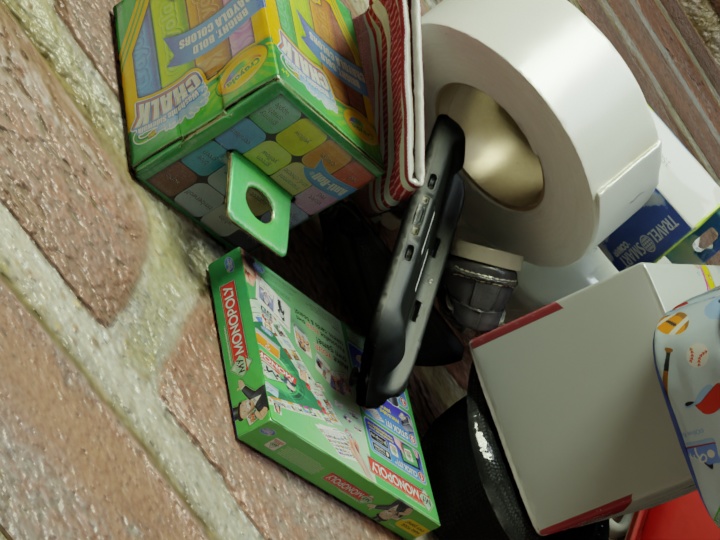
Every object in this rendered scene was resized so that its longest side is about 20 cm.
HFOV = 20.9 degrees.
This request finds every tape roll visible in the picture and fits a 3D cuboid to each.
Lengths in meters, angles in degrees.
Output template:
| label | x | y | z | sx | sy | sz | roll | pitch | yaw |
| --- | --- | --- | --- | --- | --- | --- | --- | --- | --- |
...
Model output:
| label | x | y | z | sx | sy | sz | roll | pitch | yaw |
| --- | --- | --- | --- | --- | --- | --- | --- | --- | --- |
| tape roll | 0.112 | -0.102 | 1.348 | 0.071 | 0.202 | 0.203 | -38 | 101 | -25 |

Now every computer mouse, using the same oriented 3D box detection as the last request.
| label | x | y | z | sx | sy | sz | roll | pitch | yaw |
| --- | --- | --- | --- | --- | --- | --- | --- | --- | --- |
| computer mouse | 0.000 | 0.000 | 1.408 | 0.200 | 0.053 | 0.139 | 52 | 1 | -19 |

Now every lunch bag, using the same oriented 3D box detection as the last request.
| label | x | y | z | sx | sy | sz | roll | pitch | yaw |
| --- | --- | --- | --- | --- | --- | --- | --- | --- | --- |
| lunch bag | 0.262 | 0.083 | 1.239 | 0.200 | 0.075 | 0.161 | -16 | 84 | -60 |

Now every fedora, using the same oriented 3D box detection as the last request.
| label | x | y | z | sx | sy | sz | roll | pitch | yaw |
| --- | --- | --- | --- | --- | --- | --- | --- | --- | --- |
| fedora | 0.100 | 0.146 | 1.399 | 0.200 | 0.091 | 0.202 | 41 | 34 | -37 |

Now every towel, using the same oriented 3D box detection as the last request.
| label | x | y | z | sx | sy | sz | roll | pitch | yaw |
| --- | --- | --- | --- | --- | --- | --- | --- | --- | --- |
| towel | 0.017 | -0.115 | 1.305 | 0.200 | 0.023 | 0.145 | 157 | -69 | -82 |

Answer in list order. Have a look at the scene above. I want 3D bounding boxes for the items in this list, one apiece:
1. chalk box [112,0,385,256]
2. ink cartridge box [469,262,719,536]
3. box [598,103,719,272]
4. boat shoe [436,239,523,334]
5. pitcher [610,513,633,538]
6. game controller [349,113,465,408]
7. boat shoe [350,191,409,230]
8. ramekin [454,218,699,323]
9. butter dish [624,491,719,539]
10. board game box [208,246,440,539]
| label | x | y | z | sx | sy | sz | roll | pitch | yaw |
| --- | --- | --- | --- | --- | --- | --- | --- | --- | --- |
| chalk box | -0.072 | -0.104 | 1.277 | 0.124 | 0.123 | 0.201 | 38 | 30 | -45 |
| ink cartridge box | 0.199 | 0.087 | 1.361 | 0.200 | 0.145 | 0.146 | 3 | 64 | -60 |
| box | 0.180 | -0.078 | 1.406 | 0.200 | 0.048 | 0.122 | 50 | -24 | 5 |
| boat shoe | 0.069 | 0.013 | 1.421 | 0.200 | 0.072 | 0.063 | 179 | -76 | -81 |
| pitcher | 0.236 | 0.146 | 1.709 | 0.199 | 0.121 | 0.173 | 5 | 72 | -53 |
| game controller | 0.032 | -0.008 | 1.301 | 0.105 | 0.042 | 0.201 | 83 | 20 | -53 |
| boat shoe | 0.023 | -0.075 | 1.497 | 0.072 | 0.059 | 0.200 | 62 | 8 | 11 |
| ramekin | 0.171 | -0.045 | 1.533 | 0.201 | 0.200 | 0.098 | 57 | -10 | -10 |
| butter dish | 0.319 | 0.227 | 1.639 | 0.200 | 0.147 | 0.201 | 28 | 79 | -55 |
| board game box | -0.022 | 0.084 | 1.285 | 0.200 | 0.029 | 0.135 | 38 | 31 | -47 |
